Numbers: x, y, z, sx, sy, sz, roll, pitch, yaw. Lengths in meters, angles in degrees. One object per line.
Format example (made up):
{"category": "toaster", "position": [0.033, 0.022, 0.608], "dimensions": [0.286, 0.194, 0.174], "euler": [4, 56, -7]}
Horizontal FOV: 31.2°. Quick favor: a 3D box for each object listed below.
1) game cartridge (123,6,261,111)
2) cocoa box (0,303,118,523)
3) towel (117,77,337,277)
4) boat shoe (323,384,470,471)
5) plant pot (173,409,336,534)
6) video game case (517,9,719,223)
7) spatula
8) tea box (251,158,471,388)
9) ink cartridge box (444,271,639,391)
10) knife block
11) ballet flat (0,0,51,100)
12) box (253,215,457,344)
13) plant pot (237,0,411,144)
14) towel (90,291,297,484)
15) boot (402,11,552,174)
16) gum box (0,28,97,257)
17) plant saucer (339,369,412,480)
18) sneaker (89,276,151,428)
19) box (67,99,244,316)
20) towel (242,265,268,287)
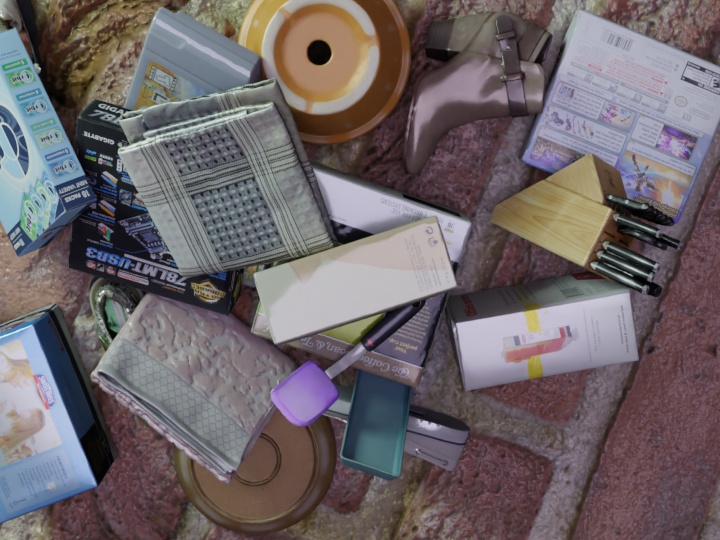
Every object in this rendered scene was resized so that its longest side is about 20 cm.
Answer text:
{"category": "game cartridge", "position": [-0.179, -0.178, 1.366], "dimensions": [0.132, 0.200, 0.042], "euler": [31, 52, -2]}
{"category": "cocoa box", "position": [-0.381, 0.162, 1.475], "dimensions": [0.132, 0.131, 0.202], "euler": [-20, 98, 2]}
{"category": "towel", "position": [-0.139, -0.089, 1.320], "dimensions": [0.190, 0.035, 0.202], "euler": [-9, 119, 22]}
{"category": "boat shoe", "position": [0.027, 0.190, 1.518], "dimensions": [0.197, 0.071, 0.071], "euler": [16, 100, -8]}
{"category": "plant pot", "position": [-0.127, 0.223, 1.540], "dimensions": [0.197, 0.027, 0.203], "euler": [0, 99, -1]}
{"category": "video game case", "position": [0.305, -0.175, 1.477], "dimensions": [0.198, 0.045, 0.183], "euler": [21, 97, -4]}
{"category": "spatula", "position": [-0.007, 0.091, 1.391], "dimensions": [0.199, 0.021, 0.057], "euler": [-40, 93, 6]}
{"category": "tea box", "position": [0.000, 0.000, 1.455], "dimensions": [0.198, 0.134, 0.199], "euler": [19, 97, -3]}
{"category": "ink cartridge box", "position": [0.200, 0.065, 1.461], "dimensions": [0.197, 0.145, 0.085], "euler": [-10, 100, 1]}
{"category": "knife block", "position": [0.248, -0.026, 1.407], "dimensions": [0.199, 0.064, 0.178], "euler": [-28, 56, 34]}
{"category": "ballet flat", "position": [-0.396, -0.260, 1.446], "dimensions": [0.072, 0.073, 0.203], "euler": [-15, 98, 2]}
{"category": "box", "position": [-0.003, 0.012, 1.338], "dimensions": [0.198, 0.095, 0.079], "euler": [-17, 88, 2]}
{"category": "plant pot", "position": [-0.040, -0.235, 1.395], "dimensions": [0.197, 0.183, 0.203], "euler": [0, 98, -1]}
{"category": "towel", "position": [-0.182, 0.112, 1.452], "dimensions": [0.199, 0.192, 0.032], "euler": [39, 133, -10]}
{"category": "boot", "position": [0.135, -0.196, 1.449], "dimensions": [0.144, 0.070, 0.203], "euler": [11, 88, 12]}
{"category": "gum box", "position": [-0.376, -0.134, 1.406], "dimensions": [0.044, 0.169, 0.202], "euler": [-26, 90, -36]}
{"category": "plant saucer", "position": [0.020, 0.162, 1.456], "dimensions": [0.069, 0.201, 0.019], "euler": [18, 122, -4]}
{"category": "sneaker", "position": [-0.266, 0.100, 1.489], "dimensions": [0.076, 0.089, 0.202], "euler": [-23, 98, 3]}
{"category": "box", "position": [-0.218, -0.065, 1.408], "dimensions": [0.197, 0.050, 0.200], "euler": [16, 127, 6]}
{"category": "towel", "position": [-0.183, -0.085, 1.485], "dimensions": [0.197, 0.048, 0.173], "euler": [16, 97, -3]}
